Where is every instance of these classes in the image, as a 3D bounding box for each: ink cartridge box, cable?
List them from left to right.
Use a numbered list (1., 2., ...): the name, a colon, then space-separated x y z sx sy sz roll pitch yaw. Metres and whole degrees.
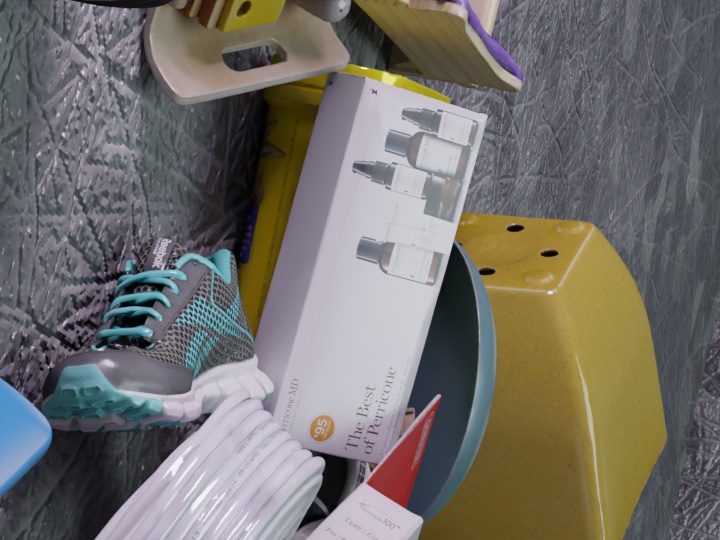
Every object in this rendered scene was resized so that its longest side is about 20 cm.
1. cable: -0.093 0.154 0.981 0.200 0.069 0.200 -58 174 31
2. ink cartridge box: -0.004 0.190 1.133 0.176 0.045 0.201 -43 156 -43

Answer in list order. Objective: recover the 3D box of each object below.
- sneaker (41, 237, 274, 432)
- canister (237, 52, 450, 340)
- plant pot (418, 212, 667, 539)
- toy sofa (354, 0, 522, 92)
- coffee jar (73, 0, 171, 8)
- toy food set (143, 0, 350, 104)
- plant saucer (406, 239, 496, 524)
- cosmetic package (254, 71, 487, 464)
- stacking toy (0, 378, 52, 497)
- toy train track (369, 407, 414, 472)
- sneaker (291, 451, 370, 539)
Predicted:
1. sneaker: -0.105 0.030 1.024 0.200 0.077 0.092 -10 94 -76
2. canister: -0.017 -0.016 1.221 0.148 0.086 0.201 7 95 -72
3. plant pot: 0.106 0.072 1.501 0.196 0.193 0.201 -52 142 -55
4. toy sofa: 0.048 -0.180 1.309 0.200 0.097 0.083 32 70 -70
5. coffee jar: -0.123 -0.170 0.799 0.200 0.085 0.105 29 69 -71
6. toy food set: -0.018 -0.176 1.023 0.143 0.060 0.201 -20 143 -49
7. plant saucer: 0.034 0.072 1.313 0.200 0.027 0.201 -36 -132 54
8. cosmetic package: 0.000 0.000 1.128 0.051 0.082 0.201 18 -86 63
9. stacking toy: -0.197 0.127 0.750 0.110 0.116 0.201 -45 155 -60
10. toy train track: -0.013 0.062 1.317 0.032 0.114 0.201 12 72 -36
11. sneaker: -0.058 0.175 1.173 0.200 0.076 0.081 -58 166 -30
